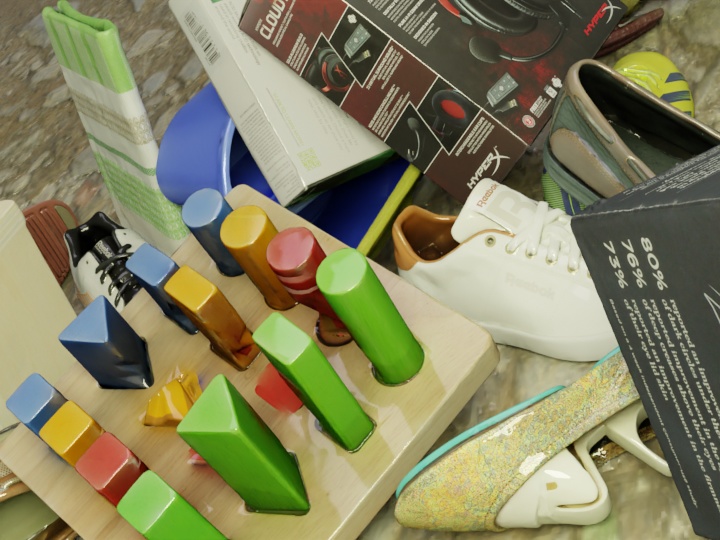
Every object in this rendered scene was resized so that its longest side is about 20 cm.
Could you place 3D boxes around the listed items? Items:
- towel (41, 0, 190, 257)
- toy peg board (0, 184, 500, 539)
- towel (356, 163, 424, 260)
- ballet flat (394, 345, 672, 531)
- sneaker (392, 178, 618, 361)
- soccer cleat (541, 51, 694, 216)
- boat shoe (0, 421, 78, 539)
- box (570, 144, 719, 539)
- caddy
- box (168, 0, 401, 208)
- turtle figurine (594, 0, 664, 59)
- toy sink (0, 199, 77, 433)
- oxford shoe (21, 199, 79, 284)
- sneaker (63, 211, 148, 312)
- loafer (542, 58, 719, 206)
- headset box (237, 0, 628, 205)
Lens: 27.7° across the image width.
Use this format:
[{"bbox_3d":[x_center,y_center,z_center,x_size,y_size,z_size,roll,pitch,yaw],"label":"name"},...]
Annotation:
[{"bbox_3d":[-0.153,-0.081,0.992,0.030,0.202,0.149,-26,26,-19],"label":"towel"},{"bbox_3d":[-0.075,0.047,0.709,0.198,0.098,0.200,31,73,37],"label":"toy peg board"},{"bbox_3d":[0.000,0.000,0.850,0.201,0.018,0.086,-58,1,-38],"label":"towel"},{"bbox_3d":[0.110,0.075,0.658,0.199,0.071,0.071,-31,28,-7],"label":"ballet flat"},{"bbox_3d":[0.097,-0.005,0.777,0.198,0.085,0.073,-1,34,37],"label":"sneaker"},{"bbox_3d":[0.155,-0.089,0.871,0.064,0.084,0.201,-7,33,29],"label":"soccer cleat"},{"bbox_3d":[-0.223,0.155,0.779,0.200,0.076,0.074,-40,34,-23],"label":"boat shoe"},{"bbox_3d":[0.180,0.022,0.518,0.103,0.149,0.200,-25,7,-16],"label":"box"},{"bbox_3d":[-0.035,-0.073,0.944,0.104,0.142,0.200,-5,34,43],"label":"caddy"},{"bbox_3d":[-0.005,-0.137,0.909,0.199,0.145,0.036,-26,-6,-37],"label":"box"},{"bbox_3d":[0.192,-0.250,1.058,0.192,0.145,0.201,-6,36,25],"label":"turtle figurine"},{"bbox_3d":[-0.259,0.033,0.882,0.129,0.201,0.112,-10,31,28],"label":"toy sink"},{"bbox_3d":[-0.290,0.016,1.080,0.073,0.071,0.200,-1,36,43],"label":"oxford shoe"},{"bbox_3d":[-0.147,0.022,0.938,0.073,0.081,0.200,-33,30,-16],"label":"sneaker"},{"bbox_3d":[0.172,-0.039,0.719,0.199,0.063,0.072,33,54,31],"label":"loafer"},{"bbox_3d":[0.036,-0.155,0.856,0.149,0.199,0.075,-50,-2,-38],"label":"headset box"}]
